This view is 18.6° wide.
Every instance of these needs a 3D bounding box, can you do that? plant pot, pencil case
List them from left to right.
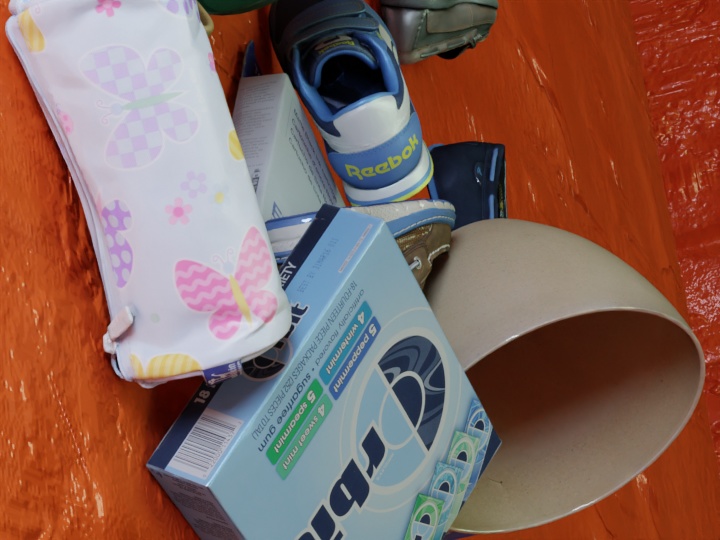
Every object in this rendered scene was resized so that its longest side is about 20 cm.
[{"bbox_3d":[-0.099,-0.047,1.034,0.083,0.090,0.201,-115,-171,-78],"label":"pencil case"},{"bbox_3d":[0.095,0.047,1.356,0.201,0.199,0.135,57,5,-50],"label":"plant pot"}]

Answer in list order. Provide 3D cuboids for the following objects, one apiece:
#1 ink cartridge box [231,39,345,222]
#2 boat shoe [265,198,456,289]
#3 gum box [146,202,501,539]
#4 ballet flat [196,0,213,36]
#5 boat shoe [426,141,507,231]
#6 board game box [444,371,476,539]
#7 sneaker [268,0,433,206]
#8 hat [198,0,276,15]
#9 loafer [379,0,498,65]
[{"bbox_3d":[-0.030,-0.013,1.337,0.201,0.040,0.200,-84,156,-51],"label":"ink cartridge box"},{"bbox_3d":[0.000,0.000,1.247,0.200,0.072,0.073,-10,92,-63],"label":"boat shoe"},{"bbox_3d":[-0.012,0.095,1.148,0.170,0.044,0.200,-56,142,-25],"label":"gum box"},{"bbox_3d":[-0.125,-0.201,1.111,0.069,0.063,0.201,-68,142,-66],"label":"ballet flat"},{"bbox_3d":[0.092,-0.007,1.497,0.084,0.068,0.201,73,4,-68],"label":"boat shoe"},{"bbox_3d":[0.052,0.076,1.495,0.134,0.044,0.201,35,43,-88],"label":"board game box"},{"bbox_3d":[-0.011,-0.130,1.363,0.201,0.074,0.082,63,0,43],"label":"sneaker"},{"bbox_3d":[-0.068,-0.270,1.215,0.176,0.200,0.166,47,8,-32],"label":"hat"},{"bbox_3d":[0.060,-0.200,1.809,0.200,0.071,0.063,-11,107,-68],"label":"loafer"}]
